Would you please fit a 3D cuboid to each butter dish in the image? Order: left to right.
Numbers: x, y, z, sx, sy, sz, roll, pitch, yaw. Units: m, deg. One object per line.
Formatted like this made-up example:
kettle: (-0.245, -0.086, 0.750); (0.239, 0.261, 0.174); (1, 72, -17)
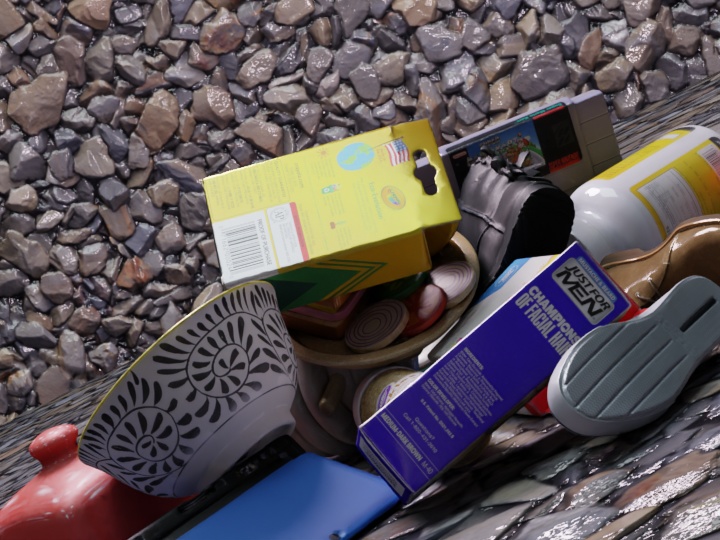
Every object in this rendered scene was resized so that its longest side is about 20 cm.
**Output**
butter dish: (-0.223, 0.197, 1.631); (0.199, 0.149, 0.199); (-22, 8, 44)

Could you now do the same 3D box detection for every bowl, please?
bowl: (-0.111, 0.112, 1.526); (0.200, 0.094, 0.201); (-41, -14, -13)

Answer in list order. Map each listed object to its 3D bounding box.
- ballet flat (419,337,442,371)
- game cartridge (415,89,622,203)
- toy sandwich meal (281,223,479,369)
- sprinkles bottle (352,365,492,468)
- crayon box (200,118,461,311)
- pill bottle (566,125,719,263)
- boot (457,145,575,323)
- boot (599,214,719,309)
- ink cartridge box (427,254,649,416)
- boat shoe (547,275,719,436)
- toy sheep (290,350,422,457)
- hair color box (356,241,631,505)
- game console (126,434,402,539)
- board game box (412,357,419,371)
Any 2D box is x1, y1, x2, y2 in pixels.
ballet flat: (0.121, 0.031, 1.981); (0.199, 0.070, 0.069); (-28, 5, -10)
game cartridge: (0.148, -0.075, 1.823); (0.198, 0.131, 0.038); (-23, 21, -10)
toy sandwich meal: (0.000, 0.000, 1.656); (0.203, 0.071, 0.206); (-12, 37, 9)
sprinkles bottle: (0.046, 0.111, 1.538); (0.068, 0.069, 0.200); (-28, 5, -11)
crayon box: (-0.022, -0.042, 1.624); (0.198, 0.051, 0.128); (-15, 48, 0)
pill bottle: (0.251, -0.043, 1.773); (0.199, 0.113, 0.112); (-30, 6, -32)
boot: (0.114, -0.006, 1.726); (0.162, 0.073, 0.200); (-139, 68, -70)
boot: (0.249, 0.014, 1.576); (0.199, 0.074, 0.076); (-26, 24, 53)
ink cartridge box: (0.138, 0.049, 1.541); (0.116, 0.067, 0.200); (-46, 9, -13)
boat shoe: (0.187, 0.068, 1.338); (0.199, 0.072, 0.062); (-27, -21, -45)
toy sheep: (-0.020, 0.098, 1.706); (0.199, 0.139, 0.138); (-20, 8, 38)
hair color box: (0.090, 0.074, 1.385); (0.200, 0.065, 0.109); (-42, -7, -8)
game console: (-0.088, 0.218, 1.452); (0.199, 0.118, 0.171); (-30, -25, -41)
board game box: (0.024, 0.022, 1.837); (0.034, 0.202, 0.135); (-2, 1, -9)
